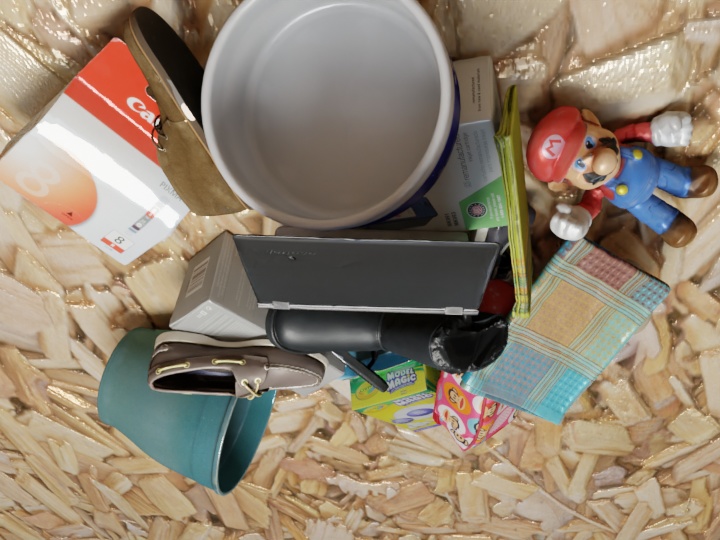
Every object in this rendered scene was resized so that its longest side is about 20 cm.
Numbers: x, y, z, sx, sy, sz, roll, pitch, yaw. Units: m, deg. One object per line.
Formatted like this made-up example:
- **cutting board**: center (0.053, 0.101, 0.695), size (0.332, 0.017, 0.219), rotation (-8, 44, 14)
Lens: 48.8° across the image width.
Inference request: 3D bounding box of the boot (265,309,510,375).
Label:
- **boot**: center (0.027, 0.055, 0.784), size (0.199, 0.077, 0.168), rotation (0, -175, -31)

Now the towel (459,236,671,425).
- **towel**: center (0.210, 0.068, 0.820), size (0.146, 0.022, 0.201), rotation (24, 113, -26)

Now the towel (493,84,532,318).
- **towel**: center (0.139, -0.057, 0.714), size (0.018, 0.086, 0.201), rotation (-2, 130, 15)

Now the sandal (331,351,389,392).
- **sandal**: center (-0.023, 0.067, 0.886), size (0.048, 0.075, 0.200), rotation (-46, 117, -4)

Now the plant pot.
- **plant pot**: center (-0.226, 0.162, 1.028), size (0.187, 0.201, 0.201), rotation (17, 141, 10)

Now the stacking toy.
- **stacking toy**: center (0.209, 0.033, 0.854), size (0.198, 0.086, 0.086), rotation (-3, 143, -16)

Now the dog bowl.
- **dog bowl**: center (-0.021, -0.132, 0.635), size (0.199, 0.202, 0.079), rotation (-7, -179, 15)

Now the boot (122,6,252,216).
- **boot**: center (-0.154, -0.122, 0.672), size (0.075, 0.074, 0.201), rotation (-14, 130, 16)

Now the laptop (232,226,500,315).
- **laptop**: center (0.008, -0.027, 0.654), size (0.186, 0.200, 0.117), rotation (2, 123, 2)

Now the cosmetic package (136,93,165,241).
- **cosmetic package**: center (-0.192, -0.113, 0.792), size (0.082, 0.051, 0.200), rotation (23, 137, -22)

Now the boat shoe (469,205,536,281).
- **boat shoe**: center (0.144, 0.001, 0.873), size (0.062, 0.073, 0.201), rotation (8, 136, 2)

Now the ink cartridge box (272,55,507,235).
- **ink cartridge box**: center (0.035, -0.104, 0.746), size (0.198, 0.088, 0.146), rotation (-5, 143, 15)

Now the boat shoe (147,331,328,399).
- **boat shoe**: center (-0.136, 0.114, 0.885), size (0.198, 0.060, 0.072), rotation (7, 140, -1)

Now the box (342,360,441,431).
- **box**: center (0.072, 0.167, 1.059), size (0.117, 0.049, 0.200), rotation (-20, 149, 27)

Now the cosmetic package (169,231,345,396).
- **cosmetic package**: center (-0.111, 0.056, 0.942), size (0.200, 0.107, 0.090), rotation (36, 131, -29)

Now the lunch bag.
- **lunch bag**: center (0.178, 0.115, 0.958), size (0.176, 0.082, 0.201), rotation (-30, 148, -27)

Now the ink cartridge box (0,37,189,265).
- **ink cartridge box**: center (-0.223, -0.098, 0.738), size (0.199, 0.050, 0.162), rotation (-25, 128, 37)

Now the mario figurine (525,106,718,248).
- **mario figurine**: center (0.242, -0.085, 0.726), size (0.199, 0.124, 0.106), rotation (18, 152, -21)

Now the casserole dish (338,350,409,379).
- **casserole dish**: center (0.043, 0.097, 0.997), size (0.199, 0.039, 0.121), rotation (-19, 162, 28)
